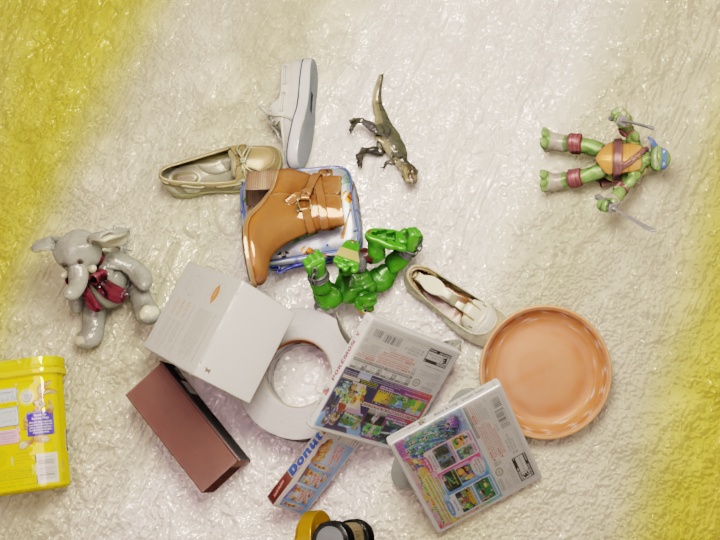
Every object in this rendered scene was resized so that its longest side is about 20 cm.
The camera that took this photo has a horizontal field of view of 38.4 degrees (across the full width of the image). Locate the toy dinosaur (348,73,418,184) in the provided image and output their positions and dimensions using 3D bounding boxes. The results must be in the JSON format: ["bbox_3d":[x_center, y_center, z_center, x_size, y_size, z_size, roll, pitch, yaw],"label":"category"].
[{"bbox_3d":[0.028,-0.218,1.681,0.087,0.048,0.202,-16,76,-13],"label":"toy dinosaur"}]

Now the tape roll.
[{"bbox_3d":[-0.091,0.162,1.601,0.198,0.066,0.203,-1,79,5],"label":"tape roll"}]

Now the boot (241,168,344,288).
[{"bbox_3d":[-0.100,-0.067,1.560,0.153,0.074,0.202,2,67,-3],"label":"boot"}]

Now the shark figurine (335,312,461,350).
[{"bbox_3d":[0.039,0.135,1.577,0.090,0.213,0.129,49,120,49],"label":"shark figurine"}]

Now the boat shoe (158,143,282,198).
[{"bbox_3d":[-0.227,-0.166,1.685,0.198,0.063,0.074,-8,77,4],"label":"boat shoe"}]

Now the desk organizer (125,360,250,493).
[{"bbox_3d":[-0.267,0.242,1.599,0.077,0.072,0.200,-41,77,-1],"label":"desk organizer"}]

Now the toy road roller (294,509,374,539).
[{"bbox_3d":[-0.060,0.454,1.512,0.144,0.123,0.202,-9,76,19],"label":"toy road roller"}]

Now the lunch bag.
[{"bbox_3d":[-0.097,-0.078,1.649,0.198,0.076,0.162,-9,80,3],"label":"lunch bag"}]

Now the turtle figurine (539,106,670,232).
[{"bbox_3d":[0.365,-0.169,1.573,0.192,0.145,0.200,1,34,24],"label":"turtle figurine"}]

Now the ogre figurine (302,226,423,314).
[{"bbox_3d":[0.000,0.000,1.578,0.098,0.121,0.200,37,50,20],"label":"ogre figurine"}]

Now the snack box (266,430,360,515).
[{"bbox_3d":[-0.054,0.277,1.548,0.201,0.072,0.024,-53,43,7],"label":"snack box"}]

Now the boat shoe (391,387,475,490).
[{"bbox_3d":[0.128,0.259,1.552,0.200,0.063,0.071,-48,53,19],"label":"boat shoe"}]

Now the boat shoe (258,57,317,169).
[{"bbox_3d":[-0.123,-0.256,1.685,0.085,0.075,0.204,-1,68,13],"label":"boat shoe"}]

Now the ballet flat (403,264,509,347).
[{"bbox_3d":[0.149,0.057,1.601,0.199,0.062,0.068,31,82,11],"label":"ballet flat"}]

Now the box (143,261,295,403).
[{"bbox_3d":[-0.215,0.089,1.552,0.106,0.199,0.153,33,81,-33],"label":"box"}]

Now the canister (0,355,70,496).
[{"bbox_3d":[-0.531,0.244,1.617,0.147,0.087,0.202,-8,79,4],"label":"canister"}]

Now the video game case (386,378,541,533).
[{"bbox_3d":[0.154,0.273,1.508,0.181,0.024,0.201,-28,122,-1],"label":"video game case"}]

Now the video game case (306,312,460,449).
[{"bbox_3d":[0.036,0.168,1.514,0.023,0.199,0.183,37,100,47],"label":"video game case"}]

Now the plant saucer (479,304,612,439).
[{"bbox_3d":[0.278,0.153,1.567,0.198,0.037,0.203,0,89,5],"label":"plant saucer"}]

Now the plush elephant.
[{"bbox_3d":[-0.417,0.002,1.610,0.163,0.155,0.202,-14,69,24],"label":"plush elephant"}]
